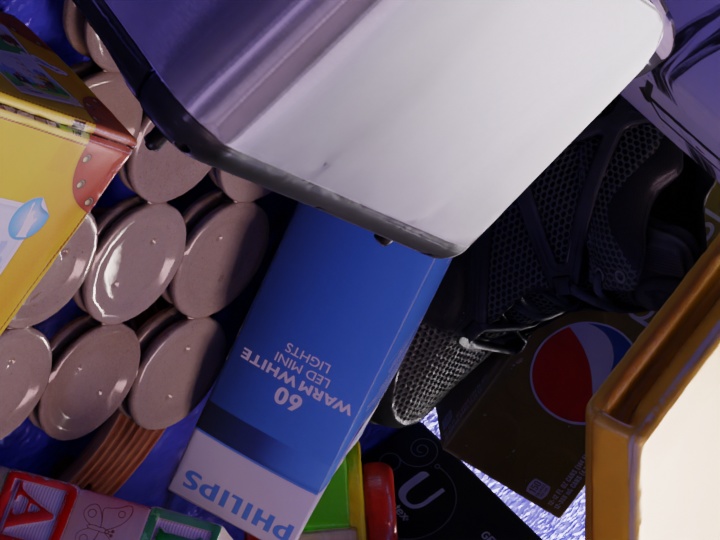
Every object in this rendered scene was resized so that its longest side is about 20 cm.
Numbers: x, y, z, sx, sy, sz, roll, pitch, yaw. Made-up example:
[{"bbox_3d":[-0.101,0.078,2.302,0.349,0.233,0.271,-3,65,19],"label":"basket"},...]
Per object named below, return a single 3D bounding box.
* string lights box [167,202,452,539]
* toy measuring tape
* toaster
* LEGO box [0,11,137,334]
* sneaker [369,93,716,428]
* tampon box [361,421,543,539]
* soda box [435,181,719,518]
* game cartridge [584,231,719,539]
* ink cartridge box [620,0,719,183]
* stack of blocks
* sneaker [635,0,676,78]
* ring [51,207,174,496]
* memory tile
[{"bbox_3d":[0.000,0.000,1.108,0.201,0.059,0.103,-64,176,30],"label":"string lights box"},{"bbox_3d":[-0.015,0.143,1.231,0.073,0.073,0.201,0,85,-52],"label":"toy measuring tape"},{"bbox_3d":[-0.027,-0.114,0.836,0.119,0.181,0.200,-42,154,14],"label":"toaster"},{"bbox_3d":[-0.185,-0.021,0.863,0.149,0.077,0.200,-53,150,12],"label":"LEGO box"},{"bbox_3d":[0.076,0.005,1.202,0.200,0.114,0.076,-51,149,13],"label":"sneaker"},{"bbox_3d":[0.002,0.201,1.310,0.200,0.150,0.127,-35,148,-18],"label":"tampon box"},{"bbox_3d":[0.115,0.006,1.274,0.200,0.068,0.064,-55,-166,17],"label":"soda box"},{"bbox_3d":[0.146,0.067,1.201,0.176,0.032,0.201,-49,154,-31],"label":"game cartridge"},{"bbox_3d":[0.181,-0.101,1.111,0.146,0.200,0.084,-43,151,-5],"label":"ink cartridge box"},{"bbox_3d":[-0.090,0.144,1.108,0.200,0.115,0.059,63,43,-62],"label":"stack of blocks"},{"bbox_3d":[0.035,-0.121,1.020,0.085,0.075,0.200,-40,131,15],"label":"sneaker"},{"bbox_3d":[-0.141,0.054,1.077,0.200,0.019,0.201,-32,149,-22],"label":"ring"},{"bbox_3d":[-0.077,-0.028,1.027,0.153,0.017,0.201,-4,123,-54],"label":"memory tile"}]
